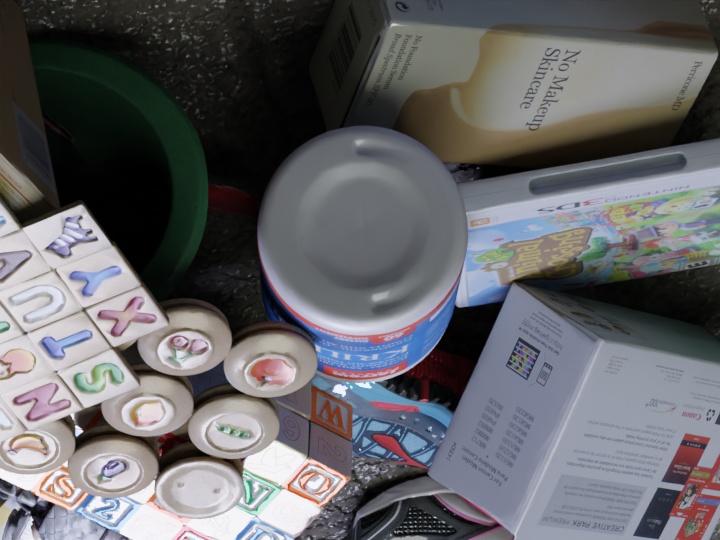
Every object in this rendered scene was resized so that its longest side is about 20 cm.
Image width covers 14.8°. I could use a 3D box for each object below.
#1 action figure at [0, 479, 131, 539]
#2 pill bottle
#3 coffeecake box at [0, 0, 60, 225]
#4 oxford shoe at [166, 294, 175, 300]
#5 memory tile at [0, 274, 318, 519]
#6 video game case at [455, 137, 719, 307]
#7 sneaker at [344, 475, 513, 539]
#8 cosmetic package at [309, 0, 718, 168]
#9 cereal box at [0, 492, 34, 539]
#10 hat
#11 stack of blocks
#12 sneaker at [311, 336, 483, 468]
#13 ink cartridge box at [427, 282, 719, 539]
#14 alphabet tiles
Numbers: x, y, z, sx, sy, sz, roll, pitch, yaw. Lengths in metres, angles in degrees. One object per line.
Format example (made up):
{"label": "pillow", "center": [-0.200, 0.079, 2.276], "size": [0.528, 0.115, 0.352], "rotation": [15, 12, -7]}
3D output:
{"label": "action figure", "center": [-0.138, 0.168, 1.686], "size": [0.199, 0.070, 0.130], "rotation": [30, 132, -11]}
{"label": "pill bottle", "center": [0.000, 0.000, 1.519], "size": [0.111, 0.113, 0.200], "rotation": [-14, 167, -3]}
{"label": "coffeecake box", "center": [-0.262, -0.054, 1.410], "size": [0.199, 0.154, 0.073], "rotation": [-27, 139, 13]}
{"label": "oxford shoe", "center": [-0.107, 0.070, 1.628], "size": [0.071, 0.072, 0.200], "rotation": [0, 140, 46]}
{"label": "memory tile", "center": [-0.134, 0.063, 1.455], "size": [0.199, 0.017, 0.154], "rotation": [15, 132, -22]}
{"label": "video game case", "center": [0.140, -0.026, 1.611], "size": [0.181, 0.022, 0.200], "rotation": [-10, 164, 1]}
{"label": "sneaker", "center": [0.087, 0.190, 1.860], "size": [0.198, 0.087, 0.081], "rotation": [-5, 137, -13]}
{"label": "cosmetic package", "center": [0.083, -0.115, 1.525], "size": [0.198, 0.071, 0.106], "rotation": [2, 137, -21]}
{"label": "cereal box", "center": [-0.130, 0.135, 1.727], "size": [0.143, 0.040, 0.200], "rotation": [34, 121, -19]}
{"label": "hat", "center": [-0.150, -0.022, 1.539], "size": [0.199, 0.167, 0.176], "rotation": [23, 172, 7]}
{"label": "stack of blocks", "center": [-0.117, 0.087, 1.543], "size": [0.199, 0.059, 0.115], "rotation": [27, 126, -21]}
{"label": "sneaker", "center": [0.026, 0.081, 1.743], "size": [0.095, 0.080, 0.200], "rotation": [-22, 139, 33]}
{"label": "ink cartridge box", "center": [0.145, 0.115, 1.716], "size": [0.199, 0.084, 0.177], "rotation": [13, 105, -48]}
{"label": "alphabet tiles", "center": [-0.205, 0.033, 1.390], "size": [0.199, 0.006, 0.167], "rotation": [-22, 136, 11]}
